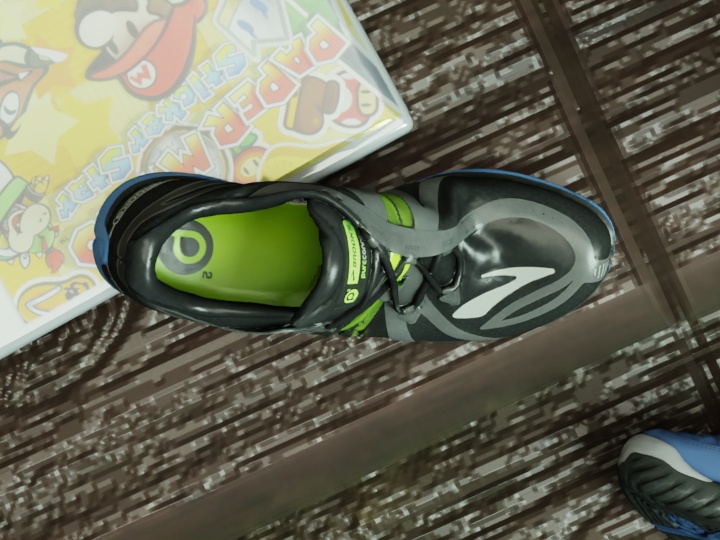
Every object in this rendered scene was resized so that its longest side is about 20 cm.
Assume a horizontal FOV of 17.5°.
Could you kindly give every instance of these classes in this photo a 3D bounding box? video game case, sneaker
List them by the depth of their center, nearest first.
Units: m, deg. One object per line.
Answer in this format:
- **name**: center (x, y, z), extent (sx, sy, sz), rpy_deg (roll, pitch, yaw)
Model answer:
- **sneaker**: center (0.000, 0.000, 0.881), extent (0.200, 0.083, 0.071), rpy_deg (2, 104, -11)
- **sneaker**: center (0.199, 0.083, 0.898), extent (0.200, 0.076, 0.077), rpy_deg (9, 73, 4)
- **video game case**: center (-0.109, -0.088, 0.922), extent (0.200, 0.023, 0.182), rpy_deg (-29, 90, 1)
